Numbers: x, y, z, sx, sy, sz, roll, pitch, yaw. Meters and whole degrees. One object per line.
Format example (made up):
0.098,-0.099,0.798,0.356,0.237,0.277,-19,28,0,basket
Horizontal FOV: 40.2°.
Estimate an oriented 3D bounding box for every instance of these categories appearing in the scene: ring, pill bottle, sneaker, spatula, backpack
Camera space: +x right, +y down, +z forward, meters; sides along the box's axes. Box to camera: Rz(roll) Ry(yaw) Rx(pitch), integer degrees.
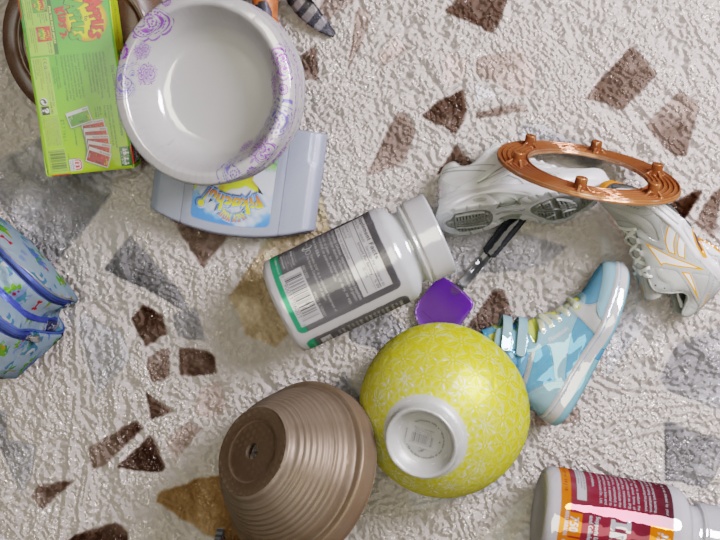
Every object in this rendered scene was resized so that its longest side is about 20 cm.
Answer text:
0.245,-0.113,1.057,0.198,0.201,0.019,9,113,3,ring
0.294,0.287,1.091,0.198,0.113,0.114,8,90,3,pill bottle
0.180,-0.106,1.113,0.198,0.078,0.100,-6,64,2,sneaker
0.212,0.061,1.114,0.130,0.080,0.201,26,90,1,sneaker
0.138,-0.008,1.144,0.056,0.021,0.200,38,86,11,spatula
-0.424,0.022,1.086,0.147,0.200,0.183,-44,87,2,backpack
0.000,0.000,1.108,0.199,0.113,0.114,-25,89,2,pill bottle
0.326,-0.018,1.087,0.199,0.076,0.092,36,94,-18,sneaker

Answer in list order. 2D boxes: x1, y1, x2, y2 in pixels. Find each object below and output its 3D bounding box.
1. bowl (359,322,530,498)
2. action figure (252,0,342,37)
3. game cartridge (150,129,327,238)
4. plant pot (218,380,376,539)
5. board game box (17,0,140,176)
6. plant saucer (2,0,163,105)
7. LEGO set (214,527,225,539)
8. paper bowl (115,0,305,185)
0.079,0.168,1.075,0.198,0.108,0.202,5,104,19,bowl
-0.127,-0.322,1.145,0.194,0.104,0.200,47,122,8,action figure
-0.144,-0.107,1.155,0.198,0.040,0.135,7,94,3,game cartridge
-0.087,0.208,1.067,0.200,0.093,0.203,-20,55,31,plant pot
-0.316,-0.214,1.115,0.100,0.048,0.202,-6,103,-2,board game box
-0.319,-0.267,1.143,0.198,0.032,0.202,0,103,-2,plant saucer
-0.100,0.373,1.132,0.198,0.116,0.155,-4,119,7,LEGO set
-0.158,-0.196,1.078,0.198,0.104,0.203,2,99,10,paper bowl
